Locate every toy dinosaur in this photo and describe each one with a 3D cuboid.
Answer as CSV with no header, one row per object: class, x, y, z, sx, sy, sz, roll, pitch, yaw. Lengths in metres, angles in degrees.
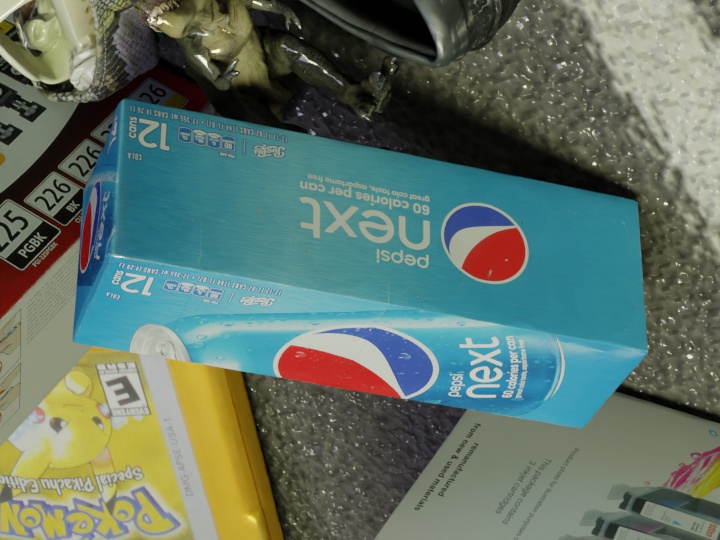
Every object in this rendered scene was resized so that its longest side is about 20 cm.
toy dinosaur,-0.031,-0.065,0.886,0.088,0.048,0.200,25,167,14

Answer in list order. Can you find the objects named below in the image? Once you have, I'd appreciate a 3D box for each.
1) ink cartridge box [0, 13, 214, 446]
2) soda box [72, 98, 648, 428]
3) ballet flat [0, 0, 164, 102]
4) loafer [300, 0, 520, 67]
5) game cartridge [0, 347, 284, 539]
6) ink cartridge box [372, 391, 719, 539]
ink cartridge box,-0.185,-0.024,0.953,0.175,0.200,0.084,27,139,15
soda box,0.000,0.000,0.859,0.199,0.068,0.064,10,146,-15
ballet flat,-0.114,-0.115,0.865,0.072,0.072,0.201,28,161,14
loafer,-0.034,-0.138,0.834,0.200,0.070,0.068,32,139,11
game cartridge,-0.129,0.095,1.093,0.175,0.032,0.201,-4,117,18
ink cartridge box,0.116,0.154,0.923,0.199,0.145,0.146,17,134,25
